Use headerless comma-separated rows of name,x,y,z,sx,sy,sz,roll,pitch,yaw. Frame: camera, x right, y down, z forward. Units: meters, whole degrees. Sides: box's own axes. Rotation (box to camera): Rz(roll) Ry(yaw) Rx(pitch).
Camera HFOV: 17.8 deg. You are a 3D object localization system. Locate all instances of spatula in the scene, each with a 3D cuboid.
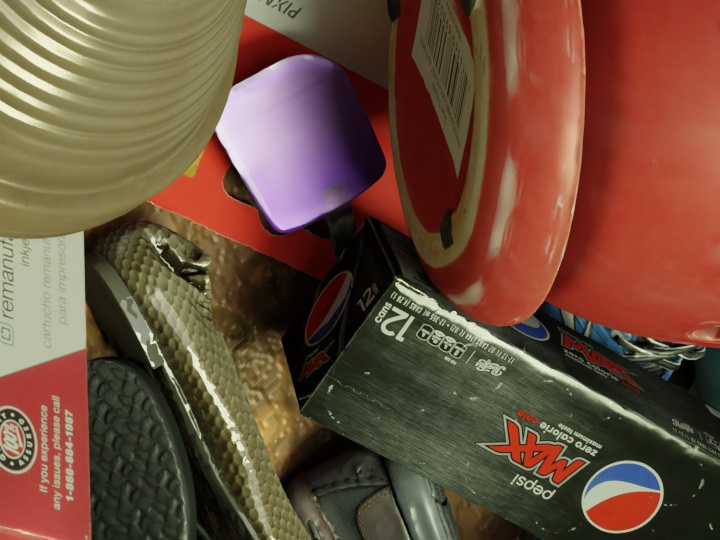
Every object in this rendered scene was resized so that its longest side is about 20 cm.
spatula,0.000,0.000,0.933,0.056,0.021,0.200,-31,127,-9

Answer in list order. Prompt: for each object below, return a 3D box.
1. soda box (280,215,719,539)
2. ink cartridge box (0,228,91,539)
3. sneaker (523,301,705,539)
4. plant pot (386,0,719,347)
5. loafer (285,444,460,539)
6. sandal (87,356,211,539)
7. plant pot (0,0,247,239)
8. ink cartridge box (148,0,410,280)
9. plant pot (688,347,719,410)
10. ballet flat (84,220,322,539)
soda box,0.070,0.060,0.922,0.200,0.063,0.071,29,108,-20
ink cartridge box,-0.191,0.019,0.736,0.200,0.083,0.147,19,53,-37
sneaker,0.107,0.027,0.984,0.078,0.089,0.201,1,99,-35
plant pot,0.111,-0.067,0.849,0.182,0.200,0.201,-3,101,-12
loafer,0.024,0.161,0.975,0.063,0.072,0.200,-16,109,5
sandal,-0.084,0.129,0.884,0.045,0.075,0.200,-40,119,-69
plant pot,-0.104,-0.119,0.757,0.201,0.093,0.201,18,62,-37
ink cartridge box,0.007,-0.097,0.917,0.161,0.050,0.200,24,82,-36
plant pot,0.229,0.047,1.029,0.200,0.200,0.134,20,113,-36
ballet flat,-0.048,0.067,0.898,0.046,0.067,0.200,-34,110,-21
